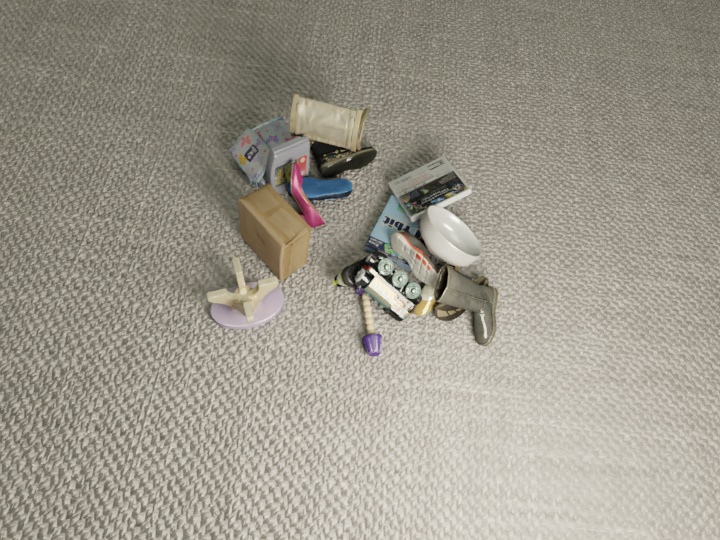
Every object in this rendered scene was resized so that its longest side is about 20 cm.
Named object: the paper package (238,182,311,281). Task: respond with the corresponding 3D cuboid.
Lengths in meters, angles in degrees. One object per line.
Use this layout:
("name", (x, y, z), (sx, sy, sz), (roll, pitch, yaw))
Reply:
("paper package", (-0.238, -0.104, 1.509), (0.103, 0.191, 0.200), (-35, 70, -27))

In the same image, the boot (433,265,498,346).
("boot", (0.280, 0.097, 1.459), (0.199, 0.072, 0.184), (18, 71, -39))

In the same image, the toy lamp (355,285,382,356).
("toy lamp", (0.022, 0.134, 1.484), (0.057, 0.058, 0.202), (-6, 60, -10))

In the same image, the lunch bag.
("lunch bag", (-0.282, -0.360, 1.688), (0.199, 0.128, 0.170), (-30, 63, -17))

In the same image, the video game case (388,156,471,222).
("video game case", (0.206, -0.248, 1.649), (0.198, 0.023, 0.183), (-26, 49, -2))

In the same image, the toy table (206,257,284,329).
("toy table", (-0.304, 0.070, 1.448), (0.198, 0.117, 0.185), (-24, 66, -18))

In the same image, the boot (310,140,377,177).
("boot", (-0.063, -0.394, 1.763), (0.202, 0.074, 0.154), (-22, 62, -19))

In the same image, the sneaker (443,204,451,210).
("sneaker", (0.246, -0.230, 1.695), (0.070, 0.081, 0.202), (13, 53, -1))

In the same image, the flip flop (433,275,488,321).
("flip flop", (0.279, 0.073, 1.543), (0.199, 0.082, 0.057), (-34, 47, -21))

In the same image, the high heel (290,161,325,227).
("high heel", (-0.154, -0.218, 1.590), (0.095, 0.202, 0.068), (-2, 25, -2))

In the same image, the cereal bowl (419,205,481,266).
("cereal bowl", (0.243, -0.085, 1.546), (0.199, 0.083, 0.201), (29, 31, -19))

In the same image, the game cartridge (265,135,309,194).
("game cartridge", (-0.216, -0.304, 1.620), (0.132, 0.201, 0.041), (-24, 68, -18))

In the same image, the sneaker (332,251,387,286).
("sneaker", (0.000, 0.000, 1.548), (0.199, 0.082, 0.072), (-17, 86, -42))

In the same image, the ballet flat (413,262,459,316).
("ballet flat", (0.210, 0.045, 1.549), (0.068, 0.063, 0.200), (25, 56, 33))

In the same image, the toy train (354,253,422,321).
("toy train", (0.076, 0.046, 1.478), (0.200, 0.085, 0.114), (40, 84, -18))

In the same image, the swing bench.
("swing bench", (-0.091, -0.434, 1.610), (0.197, 0.131, 0.200), (15, 19, 3))

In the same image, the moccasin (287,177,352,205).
("moccasin", (-0.124, -0.235, 1.670), (0.197, 0.068, 0.081), (3, 68, -4))

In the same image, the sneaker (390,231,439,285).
("sneaker", (0.172, -0.046, 1.541), (0.081, 0.077, 0.200), (-23, 62, -32))

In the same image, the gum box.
("gum box", (0.129, -0.112, 1.641), (0.168, 0.045, 0.201), (24, 60, 6))
